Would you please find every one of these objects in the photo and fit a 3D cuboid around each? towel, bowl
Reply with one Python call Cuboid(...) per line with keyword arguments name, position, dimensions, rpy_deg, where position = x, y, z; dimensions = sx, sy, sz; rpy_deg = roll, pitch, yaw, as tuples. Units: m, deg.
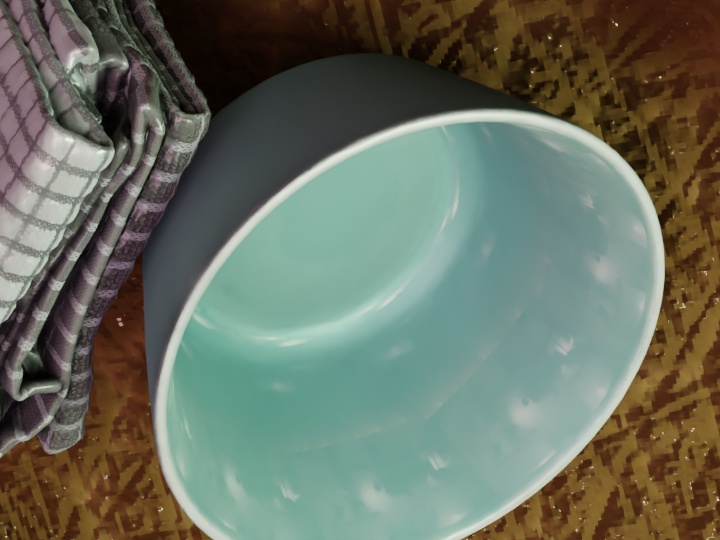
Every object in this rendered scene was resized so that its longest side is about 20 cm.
Cuboid(name="towel", position=(-0.135, -0.047, 1.067), dimensions=(0.085, 0.200, 0.166), rpy_deg=(12, 123, -35))
Cuboid(name="bowl", position=(0.000, 0.000, 1.068), dimensions=(0.200, 0.105, 0.201), rpy_deg=(-16, 132, -18))
